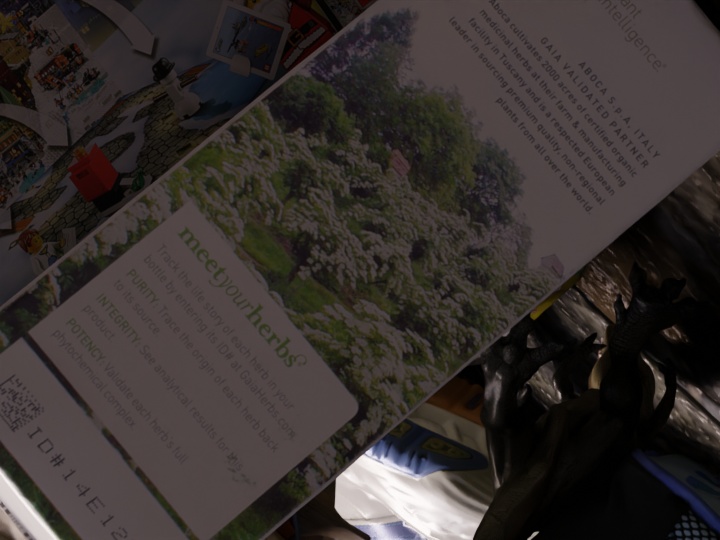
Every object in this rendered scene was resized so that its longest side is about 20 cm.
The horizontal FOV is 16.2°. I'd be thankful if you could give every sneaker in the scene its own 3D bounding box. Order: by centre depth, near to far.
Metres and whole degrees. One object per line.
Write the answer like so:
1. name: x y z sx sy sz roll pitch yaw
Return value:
1. sneaker: 0.068 0.109 0.889 0.200 0.075 0.088 29 124 32

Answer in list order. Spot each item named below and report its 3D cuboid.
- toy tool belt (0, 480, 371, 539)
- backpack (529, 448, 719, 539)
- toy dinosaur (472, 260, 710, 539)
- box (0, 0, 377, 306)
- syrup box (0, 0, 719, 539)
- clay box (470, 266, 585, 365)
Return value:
1. toy tool belt: -0.060 0.089 0.791 0.123 0.125 0.200 36 168 1
2. backpack: 0.127 0.133 0.655 0.200 0.147 0.183 49 -178 10
3. toy dinosaur: 0.056 0.047 0.742 0.047 0.200 0.088 28 122 21
4. box: -0.067 -0.061 0.662 0.137 0.200 0.038 54 163 -18
5. syrup box: -0.005 -0.005 0.609 0.079 0.200 0.081 50 167 -1
6. clay box: 0.000 0.000 0.812 0.200 0.115 0.048 122 142 -76
